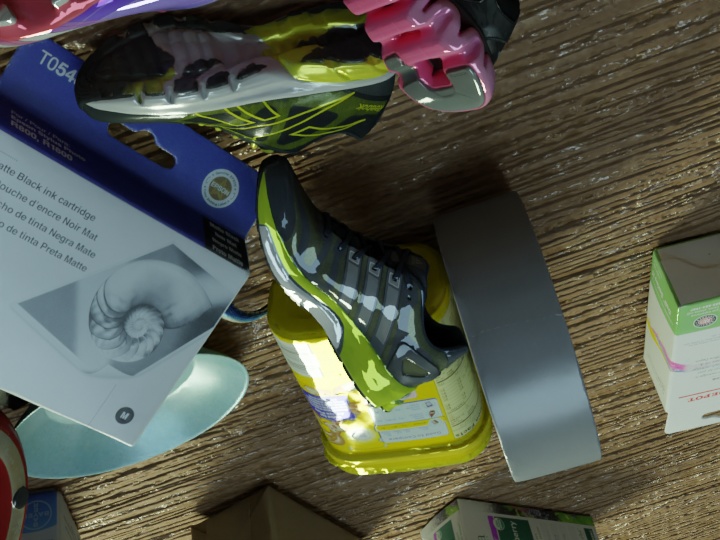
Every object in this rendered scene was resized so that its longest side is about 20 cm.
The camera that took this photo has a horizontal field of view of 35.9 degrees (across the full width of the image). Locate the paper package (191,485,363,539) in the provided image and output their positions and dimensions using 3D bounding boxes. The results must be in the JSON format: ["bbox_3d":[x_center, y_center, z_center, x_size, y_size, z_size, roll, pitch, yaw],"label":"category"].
[{"bbox_3d":[-0.065,0.343,1.111,0.103,0.192,0.200,-29,137,19],"label":"paper package"}]

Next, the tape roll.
[{"bbox_3d":[0.112,0.048,0.801,0.066,0.201,0.201,-18,141,7],"label":"tape roll"}]

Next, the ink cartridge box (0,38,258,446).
[{"bbox_3d":[-0.171,-0.012,0.691,0.199,0.041,0.201,30,95,-32],"label":"ink cartridge box"}]

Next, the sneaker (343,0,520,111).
[{"bbox_3d":[0.024,-0.186,0.611,0.079,0.096,0.200,4,141,50],"label":"sneaker"}]

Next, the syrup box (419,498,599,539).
[{"bbox_3d":[0.172,0.317,1.234,0.199,0.079,0.082,15,134,-29],"label":"syrup box"}]

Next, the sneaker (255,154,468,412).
[{"bbox_3d":[0.000,0.000,0.734,0.081,0.074,0.200,-28,118,16],"label":"sneaker"}]

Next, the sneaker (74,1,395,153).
[{"bbox_3d":[-0.069,-0.102,0.670,0.198,0.075,0.085,-7,140,-8],"label":"sneaker"}]

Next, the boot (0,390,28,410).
[{"bbox_3d":[-0.274,0.017,0.762,0.164,0.066,0.200,-29,136,31],"label":"boot"}]

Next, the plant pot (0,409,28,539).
[{"bbox_3d":[-0.349,0.162,0.764,0.181,0.201,0.201,7,146,22],"label":"plant pot"}]

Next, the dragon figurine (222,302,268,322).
[{"bbox_3d":[-0.129,-0.002,0.786,0.199,0.059,0.100,15,134,-28],"label":"dragon figurine"}]

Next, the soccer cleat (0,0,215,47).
[{"bbox_3d":[-0.139,-0.156,0.597,0.198,0.067,0.076,-13,168,13],"label":"soccer cleat"}]

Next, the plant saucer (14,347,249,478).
[{"bbox_3d":[-0.189,0.104,0.887,0.200,0.039,0.201,-21,155,-10],"label":"plant saucer"}]

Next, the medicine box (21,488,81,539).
[{"bbox_3d":[-0.348,0.320,0.996,0.180,0.201,0.103,-8,141,-6],"label":"medicine box"}]

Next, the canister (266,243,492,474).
[{"bbox_3d":[0.020,0.075,0.889,0.147,0.087,0.201,-8,140,11],"label":"canister"}]

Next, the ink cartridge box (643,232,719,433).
[{"bbox_3d":[0.314,0.055,0.970,0.116,0.068,0.201,-13,140,-1],"label":"ink cartridge box"}]
